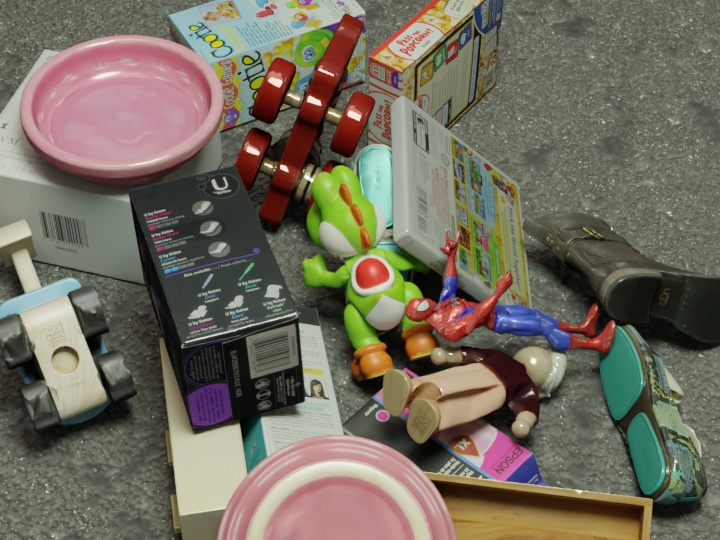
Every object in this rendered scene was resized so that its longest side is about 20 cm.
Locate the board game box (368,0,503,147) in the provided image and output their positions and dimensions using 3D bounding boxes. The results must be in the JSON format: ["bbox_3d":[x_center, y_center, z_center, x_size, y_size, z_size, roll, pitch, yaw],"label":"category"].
[{"bbox_3d":[0.084,-0.219,1.649,0.046,0.152,0.200,28,52,24],"label":"board game box"}]

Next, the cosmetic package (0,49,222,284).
[{"bbox_3d":[-0.272,-0.112,1.567,0.199,0.123,0.200,11,46,10],"label":"cosmetic package"}]

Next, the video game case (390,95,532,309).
[{"bbox_3d":[0.100,-0.059,1.506,0.182,0.023,0.200,34,36,-30],"label":"video game case"}]

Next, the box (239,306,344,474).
[{"bbox_3d":[-0.070,0.117,1.381,0.082,0.049,0.200,10,42,-23],"label":"box"}]

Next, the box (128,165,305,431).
[{"bbox_3d":[-0.129,0.022,1.334,0.106,0.123,0.200,-14,48,-13],"label":"box"}]

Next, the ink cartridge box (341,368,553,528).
[{"bbox_3d":[0.084,0.174,1.356,0.200,0.037,0.095,34,55,25],"label":"ink cartridge box"}]

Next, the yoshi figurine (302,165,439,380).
[{"bbox_3d":[0.003,-0.001,1.442,0.112,0.112,0.201,-18,88,-51],"label":"yoshi figurine"}]

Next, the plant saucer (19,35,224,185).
[{"bbox_3d":[-0.235,-0.153,1.488,0.200,0.051,0.201,1,47,-1],"label":"plant saucer"}]

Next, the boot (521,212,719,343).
[{"bbox_3d":[0.278,-0.006,1.496,0.199,0.069,0.174,12,21,-26],"label":"boot"}]

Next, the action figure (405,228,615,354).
[{"bbox_3d":[0.140,0.021,1.393,0.199,0.099,0.065,2,19,-17],"label":"action figure"}]

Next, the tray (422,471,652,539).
[{"bbox_3d":[0.142,0.232,1.271,0.199,0.037,0.099,6,78,7],"label":"tray"}]

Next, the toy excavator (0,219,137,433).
[{"bbox_3d":[-0.302,0.048,1.432,0.100,0.195,0.200,-22,6,-15],"label":"toy excavator"}]

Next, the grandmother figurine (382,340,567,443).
[{"bbox_3d":[0.117,0.105,1.369,0.200,0.061,0.121,-15,58,-42],"label":"grandmother figurine"}]

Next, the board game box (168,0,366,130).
[{"bbox_3d":[-0.105,-0.252,1.712,0.199,0.103,0.105,-21,50,-19],"label":"board game box"}]

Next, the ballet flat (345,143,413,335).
[{"bbox_3d":[0.020,-0.027,1.515,0.069,0.069,0.201,0,75,0],"label":"ballet flat"}]

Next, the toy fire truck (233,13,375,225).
[{"bbox_3d":[-0.051,-0.153,1.562,0.112,0.200,0.168,23,32,0],"label":"toy fire truck"}]

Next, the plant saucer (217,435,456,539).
[{"bbox_3d":[-0.018,0.233,1.217,0.200,0.051,0.201,1,76,-4],"label":"plant saucer"}]

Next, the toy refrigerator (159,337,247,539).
[{"bbox_3d":[-0.141,0.155,1.345,0.070,0.076,0.200,-8,47,-7],"label":"toy refrigerator"}]

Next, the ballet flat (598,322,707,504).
[{"bbox_3d":[0.272,0.134,1.383,0.074,0.074,0.200,-4,48,-4],"label":"ballet flat"}]
